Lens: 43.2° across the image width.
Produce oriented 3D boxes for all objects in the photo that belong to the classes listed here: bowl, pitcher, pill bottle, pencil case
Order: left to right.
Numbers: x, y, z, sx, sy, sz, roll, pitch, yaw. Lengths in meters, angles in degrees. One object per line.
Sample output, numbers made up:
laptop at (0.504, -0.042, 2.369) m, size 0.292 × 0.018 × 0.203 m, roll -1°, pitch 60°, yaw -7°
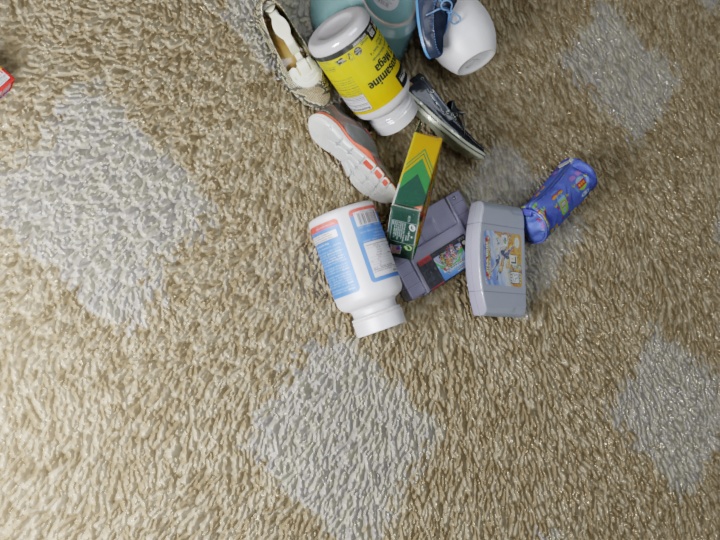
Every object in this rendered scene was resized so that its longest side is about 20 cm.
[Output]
pill bottle at (0.000, 0.000, 1.443) m, size 0.112 × 0.112 × 0.201 m, roll -17°, pitch 87°, yaw -31°
pill bottle at (0.011, -0.325, 1.507) m, size 0.200 × 0.112 × 0.113 m, roll 51°, pitch 57°, yaw -33°
bowl at (0.024, -0.452, 1.571) m, size 0.200 × 0.105 × 0.202 m, roll 7°, pitch 75°, yaw -28°
pitcher at (0.180, -0.465, 1.665) m, size 0.171 × 0.121 × 0.201 m, roll -16°, pitch 75°, yaw -44°
pencil case at (0.365, -0.136, 1.701) m, size 0.200 × 0.078 × 0.087 m, roll -44°, pitch 125°, yaw -30°

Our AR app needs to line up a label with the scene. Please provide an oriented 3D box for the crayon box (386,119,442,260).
crayon box at (0.091, -0.134, 1.492) m, size 0.051 × 0.127 × 0.201 m, roll 13°, pitch 53°, yaw 6°

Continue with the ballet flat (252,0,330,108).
ballet flat at (-0.113, -0.358, 1.486) m, size 0.068 × 0.075 × 0.201 m, roll -32°, pitch 95°, yaw -8°

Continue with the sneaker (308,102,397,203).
sneaker at (0.005, -0.203, 1.520) m, size 0.200 × 0.077 × 0.082 m, roll 48°, pitch 54°, yaw -12°

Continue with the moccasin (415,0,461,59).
moccasin at (0.132, -0.465, 1.553) m, size 0.080 × 0.068 × 0.201 m, roll 4°, pitch 82°, yaw -72°

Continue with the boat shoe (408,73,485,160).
boat shoe at (0.154, -0.271, 1.615) m, size 0.200 × 0.075 × 0.062 m, roll 41°, pitch 87°, yaw -10°

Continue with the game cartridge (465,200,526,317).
game cartridge at (0.238, -0.019, 1.599) m, size 0.133 × 0.041 × 0.201 m, roll 5°, pitch 82°, yaw -47°

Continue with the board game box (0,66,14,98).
board game box at (-0.594, -0.269, 1.211) m, size 0.200 × 0.046 × 0.152 m, roll 42°, pitch 62°, yaw -14°

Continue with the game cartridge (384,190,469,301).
game cartridge at (0.127, -0.043, 1.572) m, size 0.200 × 0.038 × 0.130 m, roll -31°, pitch 90°, yaw -31°
